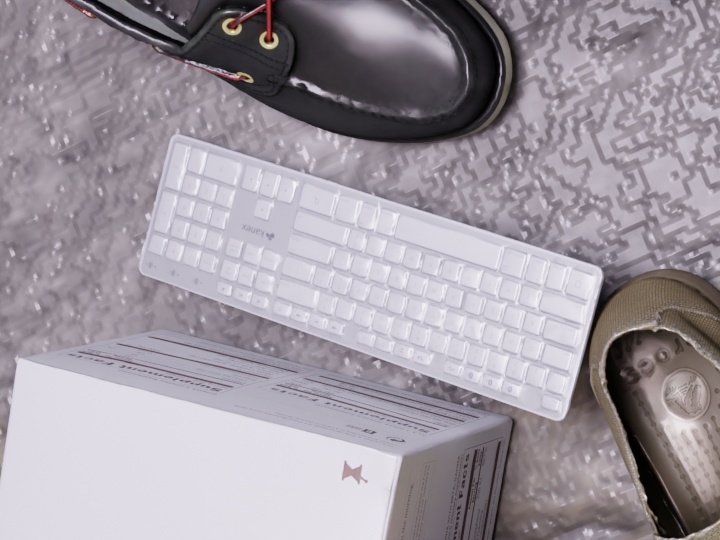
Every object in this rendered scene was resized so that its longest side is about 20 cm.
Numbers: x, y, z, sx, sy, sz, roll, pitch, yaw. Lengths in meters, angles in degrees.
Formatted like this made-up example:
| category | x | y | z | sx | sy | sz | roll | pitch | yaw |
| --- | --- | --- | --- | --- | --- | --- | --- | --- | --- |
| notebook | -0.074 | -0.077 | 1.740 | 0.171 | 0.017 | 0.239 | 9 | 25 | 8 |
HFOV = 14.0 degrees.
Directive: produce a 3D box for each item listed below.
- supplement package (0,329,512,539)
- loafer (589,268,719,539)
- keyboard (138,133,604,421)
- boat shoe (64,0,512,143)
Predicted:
| category | x | y | z | sx | sy | sz | roll | pitch | yaw |
| --- | --- | --- | --- | --- | --- | --- | --- | --- | --- |
| supplement package | -0.049 | 0.139 | 1.077 | 0.155 | 0.111 | 0.201 | 13 | 99 | 22 |
| loafer | 0.137 | 0.091 | 1.013 | 0.076 | 0.067 | 0.200 | -41 | 78 | 21 |
| keyboard | 0.000 | 0.000 | 1.078 | 0.199 | 0.011 | 0.057 | 18 | 103 | 33 |
| boat shoe | -0.040 | -0.100 | 1.083 | 0.201 | 0.063 | 0.074 | 26 | 102 | 19 |
